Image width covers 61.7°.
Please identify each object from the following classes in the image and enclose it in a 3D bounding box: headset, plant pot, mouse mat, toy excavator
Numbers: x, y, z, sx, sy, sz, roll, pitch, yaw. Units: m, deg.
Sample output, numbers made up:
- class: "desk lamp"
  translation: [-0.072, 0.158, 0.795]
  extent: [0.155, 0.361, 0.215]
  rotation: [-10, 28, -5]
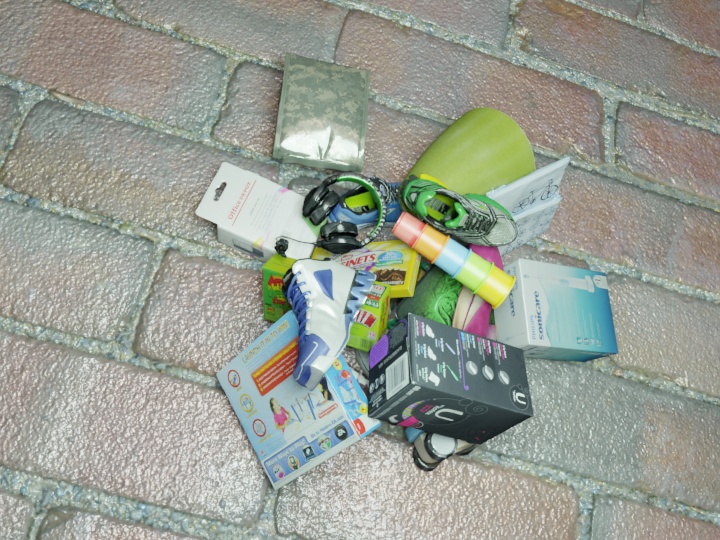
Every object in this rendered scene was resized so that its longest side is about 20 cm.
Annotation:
- class: "headset"
  translation: [-0.048, -0.081, 0.961]
  extent: [0.198, 0.094, 0.125]
  rotation: [-30, 87, -12]
- class: "plant pot"
  translation: [0.163, -0.153, 1.031]
  extent: [0.199, 0.187, 0.188]
  rotation: [-33, 79, -30]
- class: "mouse mat"
  translation: [0.148, 0.070, 0.973]
  extent: [0.162, 0.007, 0.200]
  rotation: [53, 50, -11]
- class: "toy excavator"
  translation: [0.144, 0.192, 0.979]
  extent: [0.192, 0.100, 0.202]
  rotation: [-17, 66, -18]

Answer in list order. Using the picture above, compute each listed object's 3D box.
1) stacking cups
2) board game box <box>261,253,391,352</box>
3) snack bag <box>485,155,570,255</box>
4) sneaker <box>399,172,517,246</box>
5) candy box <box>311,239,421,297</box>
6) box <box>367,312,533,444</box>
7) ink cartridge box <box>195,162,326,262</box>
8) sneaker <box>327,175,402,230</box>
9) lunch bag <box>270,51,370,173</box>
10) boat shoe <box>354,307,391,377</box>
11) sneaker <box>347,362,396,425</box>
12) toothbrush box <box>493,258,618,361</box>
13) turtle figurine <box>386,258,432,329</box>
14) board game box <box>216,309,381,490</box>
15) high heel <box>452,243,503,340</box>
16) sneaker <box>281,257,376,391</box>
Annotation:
- class: "stacking cups"
  translation: [0.140, -0.022, 0.925]
  extent: [0.199, 0.061, 0.061]
  rotation: [35, 68, 4]
- class: "board game box"
  translation: [-0.055, 0.051, 0.941]
  extent: [0.197, 0.103, 0.048]
  rotation: [15, 34, 16]
- class: "snack bag"
  translation: [0.279, -0.098, 1.052]
  extent: [0.187, 0.201, 0.021]
  rotation: [-25, 58, -19]
- class: "sneaker"
  translation: [0.154, -0.077, 0.913]
  extent: [0.197, 0.085, 0.079]
  rotation: [17, 112, -19]
- class: "candy box"
  translation: [0.000, 0.000, 0.978]
  extent: [0.197, 0.027, 0.103]
  rotation: [-5, 49, 27]
- class: "box"
  translation: [0.121, 0.156, 0.837]
  extent: [0.198, 0.122, 0.107]
  rotation: [18, 50, -22]
- class: "ink cartridge box"
  translation: [-0.166, -0.086, 1.022]
  extent: [0.198, 0.067, 0.118]
  rotation: [25, 67, -3]
- class: "sneaker"
  translation: [0.041, -0.121, 1.064]
  extent: [0.198, 0.089, 0.079]
  rotation: [-18, 75, -23]
- class: "lunch bag"
  translation: [-0.071, -0.265, 1.080]
  extent: [0.161, 0.118, 0.203]
  rotation: [8, 64, -9]
- class: "boat shoe"
  translation: [0.021, 0.091, 0.998]
  extent: [0.073, 0.065, 0.203]
  rotation: [-14, 74, -16]
- class: "sneaker"
  translation: [-0.037, 0.208, 0.949]
  extent: [0.199, 0.076, 0.116]
  rotation: [35, 73, 14]
- class: "toothbrush box"
  translation: [0.331, 0.072, 1.034]
  extent: [0.197, 0.085, 0.149]
  rotation: [7, 69, -25]
- class: "turtle figurine"
  translation: [0.104, 0.035, 1.019]
  extent: [0.150, 0.100, 0.202]
  rotation: [45, 50, -26]
- class: "board game box"
  translation: [-0.096, 0.185, 0.875]
  extent: [0.056, 0.199, 0.197]
  rotation: [-13, 69, -55]
- class: "high heel"
  translation: [0.177, 0.026, 0.965]
  extent: [0.095, 0.067, 0.203]
  rotation: [13, 79, -45]
- class: "sneaker"
  translation: [-0.064, 0.053, 0.799]
  extent: [0.114, 0.081, 0.201]
  rotation: [29, 47, -3]
